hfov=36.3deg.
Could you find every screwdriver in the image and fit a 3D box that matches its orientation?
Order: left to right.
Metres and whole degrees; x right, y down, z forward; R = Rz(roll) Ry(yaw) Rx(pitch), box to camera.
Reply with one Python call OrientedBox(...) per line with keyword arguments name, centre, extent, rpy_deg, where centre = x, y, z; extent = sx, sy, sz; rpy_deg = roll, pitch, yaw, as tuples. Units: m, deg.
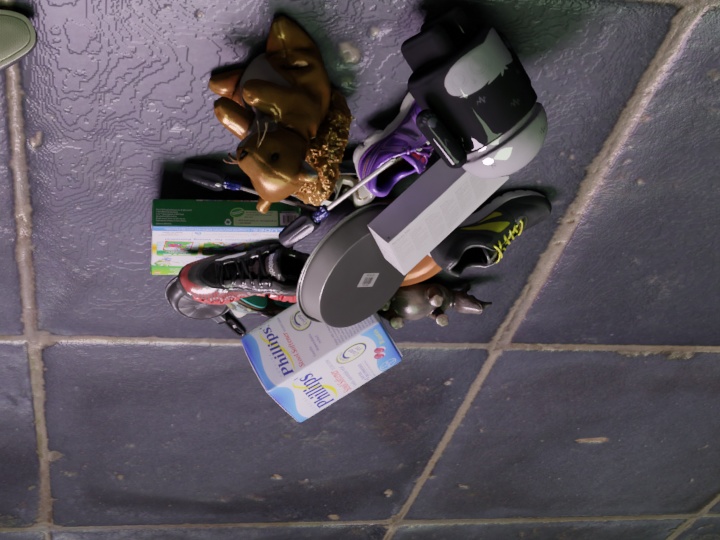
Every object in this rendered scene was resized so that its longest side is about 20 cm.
OrientedBox(name="screwdriver", centre=(-0.140, -0.107, 1.438), extent=(0.198, 0.028, 0.029), rpy_deg=(13, 116, 10))
OrientedBox(name="screwdriver", centre=(-0.032, -0.087, 1.383), extent=(0.199, 0.028, 0.029), rpy_deg=(-37, 153, 33))

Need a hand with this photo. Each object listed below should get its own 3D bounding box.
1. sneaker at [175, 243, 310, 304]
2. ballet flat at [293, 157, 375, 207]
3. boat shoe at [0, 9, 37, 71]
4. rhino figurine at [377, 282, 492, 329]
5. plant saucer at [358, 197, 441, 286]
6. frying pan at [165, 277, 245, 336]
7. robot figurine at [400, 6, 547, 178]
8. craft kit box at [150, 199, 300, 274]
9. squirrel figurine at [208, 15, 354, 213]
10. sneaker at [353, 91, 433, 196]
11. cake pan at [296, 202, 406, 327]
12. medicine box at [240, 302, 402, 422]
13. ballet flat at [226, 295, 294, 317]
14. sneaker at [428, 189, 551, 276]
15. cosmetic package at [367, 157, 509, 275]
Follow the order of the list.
OrientedBox(name="sneaker", centre=(-0.148, 0.002, 1.493), extent=(0.198, 0.072, 0.098), rpy_deg=(-1, 162, -15))
OrientedBox(name="ballet flat", centre=(-0.025, -0.117, 1.468), extent=(0.198, 0.074, 0.073), rpy_deg=(1, 145, -12))
OrientedBox(name="boat shoe", centre=(-0.452, -0.240, 1.232), extent=(0.198, 0.073, 0.068), rpy_deg=(-19, -179, 6))
OrientedBox(name="rhino figurine", centre=(0.113, 0.050, 1.735), extent=(0.198, 0.088, 0.060), rpy_deg=(-1, 107, -11))
OrientedBox(name="plant saucer", centre=(0.056, -0.034, 1.635), extent=(0.198, 0.038, 0.201), rpy_deg=(-5, 146, -3))
OrientedBox(name="frying pan", centre=(-0.245, 0.064, 1.734), extent=(0.114, 0.031, 0.191), rpy_deg=(-5, 143, -3))
OrientedBox(name="robot figurine", centre=(0.132, -0.203, 1.284), extent=(0.150, 0.125, 0.201), rpy_deg=(-36, 106, 6))
OrientedBox(name="craft kit box", centre=(-0.191, -0.042, 1.527), extent=(0.198, 0.049, 0.198), rpy_deg=(1, 158, -12))
OrientedBox(name="squirrel figurine", centre=(-0.078, -0.155, 1.297), extent=(0.141, 0.188, 0.199), rpy_deg=(-28, 141, 28))
OrientedBox(name="sneaker", centre=(0.079, -0.167, 1.384), extent=(0.080, 0.084, 0.200), rpy_deg=(28, 116, -38))
OrientedBox(name="cake pan", centre=(0.000, 0.000, 1.518), extent=(0.199, 0.037, 0.201), rpy_deg=(-32, 145, -25))
OrientedBox(name="medicine box", centre=(-0.056, 0.121, 1.694), extent=(0.199, 0.103, 0.182), rpy_deg=(-32, 154, 0))
OrientedBox(name="ballet flat", centre=(-0.153, 0.046, 1.687), extent=(0.199, 0.070, 0.071), rpy_deg=(14, 144, -36))
OrientedBox(name="sneaker", centre=(0.190, -0.046, 1.572), extent=(0.198, 0.085, 0.075), rpy_deg=(-22, 141, -7))
OrientedBox(name="cosmetic package", centre=(0.105, -0.093, 1.460), extent=(0.200, 0.051, 0.083), rpy_deg=(-42, 147, -9))
